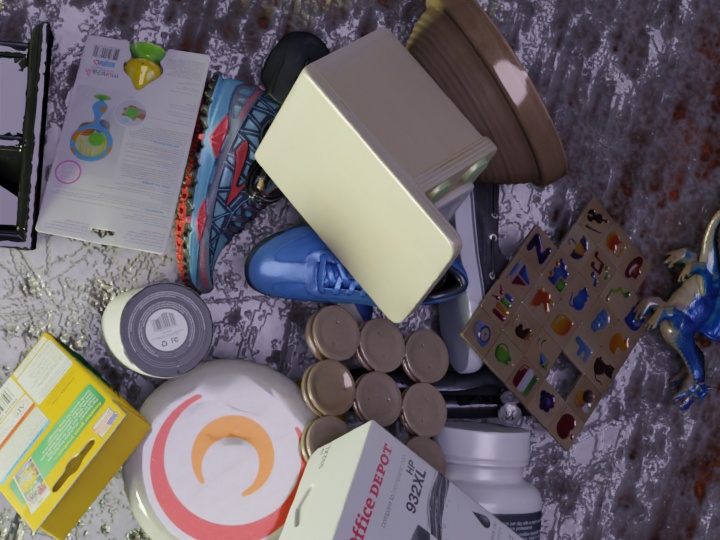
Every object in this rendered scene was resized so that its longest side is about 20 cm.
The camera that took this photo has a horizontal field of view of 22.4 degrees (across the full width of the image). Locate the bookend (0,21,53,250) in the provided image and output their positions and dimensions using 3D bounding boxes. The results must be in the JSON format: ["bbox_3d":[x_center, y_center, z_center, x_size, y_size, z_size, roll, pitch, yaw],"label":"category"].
[{"bbox_3d":[-0.377,-0.124,1.598,0.198,0.092,0.201,5,90,-8],"label":"bookend"}]

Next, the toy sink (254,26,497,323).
[{"bbox_3d":[0.029,-0.081,1.536,0.112,0.130,0.200,-31,75,-37],"label":"toy sink"}]

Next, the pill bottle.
[{"bbox_3d":[0.105,0.243,1.663,0.119,0.120,0.201,4,91,-8],"label":"pill bottle"}]

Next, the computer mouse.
[{"bbox_3d":[-0.064,-0.141,1.622,0.058,0.034,0.200,22,54,-16],"label":"computer mouse"}]

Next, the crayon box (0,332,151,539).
[{"bbox_3d":[-0.260,0.147,1.570,0.052,0.200,0.126,40,86,-34],"label":"crayon box"}]

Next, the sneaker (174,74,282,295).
[{"bbox_3d":[-0.113,-0.072,1.645,0.095,0.079,0.201,11,90,-10],"label":"sneaker"}]

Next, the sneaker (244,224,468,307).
[{"bbox_3d":[0.000,0.000,1.590,0.199,0.078,0.066,2,102,-23],"label":"sneaker"}]

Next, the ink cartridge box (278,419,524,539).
[{"bbox_3d":[0.039,0.244,1.499,0.200,0.084,0.145,39,44,-19],"label":"ink cartridge box"}]

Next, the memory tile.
[{"bbox_3d":[0.012,0.138,1.592,0.153,0.017,0.201,14,69,-32],"label":"memory tile"}]

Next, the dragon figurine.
[{"bbox_3d":[0.327,0.030,1.707,0.099,0.059,0.200,27,97,-21],"label":"dragon figurine"}]

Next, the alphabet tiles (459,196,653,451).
[{"bbox_3d":[0.193,0.038,1.681,0.167,0.008,0.200,47,65,-25],"label":"alphabet tiles"}]

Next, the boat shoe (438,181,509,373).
[{"bbox_3d":[0.110,-0.005,1.677,0.066,0.070,0.201,1,73,-20],"label":"boat shoe"}]

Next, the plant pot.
[{"bbox_3d":[0.094,-0.147,1.613,0.093,0.201,0.201,-32,96,-3],"label":"plant pot"}]

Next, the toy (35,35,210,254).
[{"bbox_3d":[-0.209,-0.108,1.622,0.115,0.047,0.201,10,69,1],"label":"toy"}]

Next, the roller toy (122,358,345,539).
[{"bbox_3d":[-0.119,0.172,1.620,0.182,0.140,0.201,20,79,-3],"label":"roller toy"}]

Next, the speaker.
[{"bbox_3d":[-0.180,0.052,1.578,0.081,0.200,0.081,1,88,-12],"label":"speaker"}]

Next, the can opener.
[{"bbox_3d":[0.080,0.113,1.692,0.199,0.079,0.064,-6,119,-2],"label":"can opener"}]

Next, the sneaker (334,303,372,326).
[{"bbox_3d":[0.011,-0.051,1.663,0.111,0.077,0.201,-14,87,2],"label":"sneaker"}]
